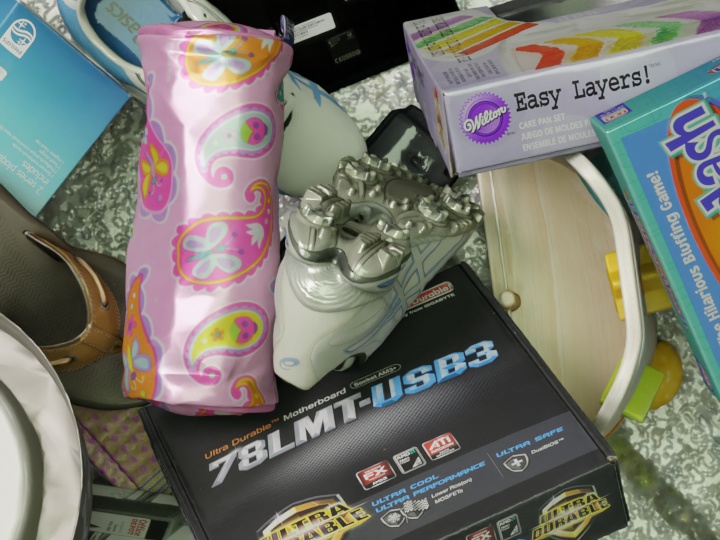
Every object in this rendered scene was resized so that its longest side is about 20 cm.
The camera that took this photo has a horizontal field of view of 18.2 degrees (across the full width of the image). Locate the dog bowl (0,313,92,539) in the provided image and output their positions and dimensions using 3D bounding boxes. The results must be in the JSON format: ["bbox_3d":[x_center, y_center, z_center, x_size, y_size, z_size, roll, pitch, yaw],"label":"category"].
[{"bbox_3d":[-0.220,0.110,1.088,0.198,0.059,0.202,-3,75,11],"label":"dog bowl"}]

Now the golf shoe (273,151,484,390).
[{"bbox_3d":[0.000,0.000,1.168,0.078,0.200,0.098,27,111,15],"label":"golf shoe"}]

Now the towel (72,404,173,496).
[{"bbox_3d":[-0.061,0.092,1.235,0.144,0.023,0.200,-43,102,-5],"label":"towel"}]

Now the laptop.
[{"bbox_3d":[-0.059,-0.203,1.286,0.176,0.103,0.201,-22,112,0],"label":"laptop"}]

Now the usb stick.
[{"bbox_3d":[-0.020,-0.004,1.261,0.055,0.033,0.200,40,87,1],"label":"usb stick"}]

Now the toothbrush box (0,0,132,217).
[{"bbox_3d":[-0.233,-0.055,1.202,0.085,0.146,0.200,40,86,-29],"label":"toothbrush box"}]

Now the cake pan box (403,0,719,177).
[{"bbox_3d":[0.122,-0.111,1.188,0.182,0.200,0.053,-10,107,-1],"label":"cake pan box"}]

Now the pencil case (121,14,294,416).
[{"bbox_3d":[-0.076,-0.027,1.139,0.086,0.087,0.202,3,88,1],"label":"pencil case"}]

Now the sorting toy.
[{"bbox_3d":[0.121,0.010,1.184,0.106,0.180,0.202,-7,87,1],"label":"sorting toy"}]

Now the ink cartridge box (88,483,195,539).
[{"bbox_3d":[-0.149,0.181,1.169,0.198,0.147,0.084,7,118,13],"label":"ink cartridge box"}]

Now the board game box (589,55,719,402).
[{"bbox_3d":[0.232,-0.046,1.088,0.199,0.045,0.153,-26,104,2],"label":"board game box"}]

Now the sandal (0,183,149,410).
[{"bbox_3d":[-0.160,0.011,1.146,0.082,0.055,0.200,-48,124,-5],"label":"sandal"}]

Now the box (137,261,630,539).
[{"bbox_3d":[0.006,0.096,1.138,0.199,0.199,0.050,-23,126,-8],"label":"box"}]

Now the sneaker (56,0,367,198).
[{"bbox_3d":[-0.081,-0.102,1.214,0.199,0.072,0.072,35,93,-11],"label":"sneaker"}]
